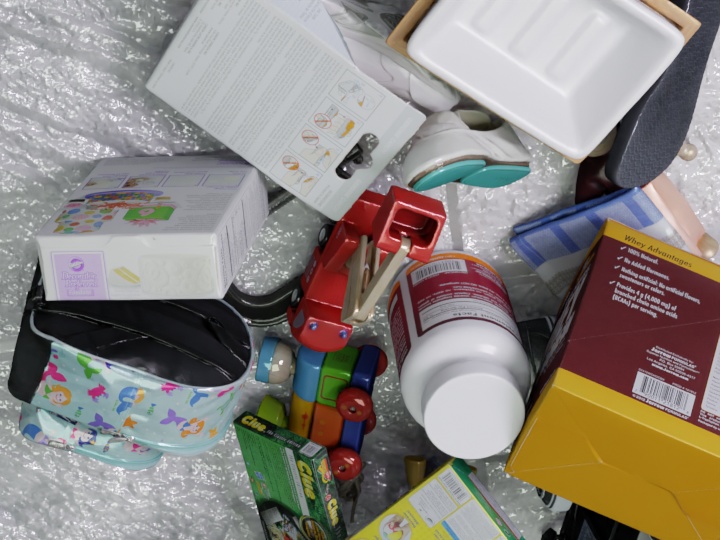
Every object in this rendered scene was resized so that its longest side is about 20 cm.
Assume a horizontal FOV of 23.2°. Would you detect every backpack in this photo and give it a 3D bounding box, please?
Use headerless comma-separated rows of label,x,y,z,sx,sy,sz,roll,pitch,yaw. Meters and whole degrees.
backpack,-0.197,0.080,1.518,0.200,0.178,0.151,13,118,-9

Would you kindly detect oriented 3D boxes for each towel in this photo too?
towel,0.242,0.016,1.577,0.147,0.024,0.200,-20,122,38

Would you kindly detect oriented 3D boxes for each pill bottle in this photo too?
pill bottle,0.086,0.074,1.527,0.113,0.200,0.113,-2,119,-3

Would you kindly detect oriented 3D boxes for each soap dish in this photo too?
soap dish,0.145,-0.198,1.409,0.200,0.081,0.157,30,119,-19

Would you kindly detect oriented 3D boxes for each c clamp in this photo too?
c clamp,-0.066,-0.042,1.554,0.200,0.027,0.171,-38,120,13

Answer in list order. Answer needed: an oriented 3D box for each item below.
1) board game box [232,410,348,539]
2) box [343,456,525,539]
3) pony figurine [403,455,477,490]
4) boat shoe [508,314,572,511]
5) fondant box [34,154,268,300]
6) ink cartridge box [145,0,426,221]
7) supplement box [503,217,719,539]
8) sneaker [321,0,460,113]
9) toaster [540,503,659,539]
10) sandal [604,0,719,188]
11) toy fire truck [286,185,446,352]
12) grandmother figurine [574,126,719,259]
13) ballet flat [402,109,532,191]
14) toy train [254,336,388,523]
board game box,-0.056,0.227,1.627,0.023,0.105,0.200,-37,132,-32
box,0.043,0.268,1.554,0.200,0.048,0.117,-39,86,15
pony figurine,0.070,0.281,1.664,0.166,0.193,0.200,0,99,-9
boat shoe,0.164,0.138,1.640,0.068,0.074,0.200,-7,119,-6
fondant box,-0.164,-0.038,1.430,0.144,0.200,0.058,-1,110,9
ink cartridge box,-0.057,-0.150,1.421,0.200,0.050,0.162,34,137,-8
supplement box,0.254,0.099,1.486,0.197,0.200,0.133,23,139,2
sneaker,-0.012,-0.179,1.463,0.200,0.078,0.099,31,118,-10
toaster,0.271,0.232,1.647,0.119,0.200,0.181,12,109,-14
sandal,0.254,-0.162,1.480,0.076,0.043,0.200,24,88,-48
toy fire truck,0.000,0.000,1.492,0.049,0.141,0.200,17,116,-19
grandmother figurine,0.240,-0.078,1.542,0.121,0.061,0.200,-40,118,6
ballet flat,0.080,-0.102,1.455,0.069,0.200,0.070,2,94,28
toy train,-0.048,0.151,1.634,0.116,0.085,0.200,14,125,5
